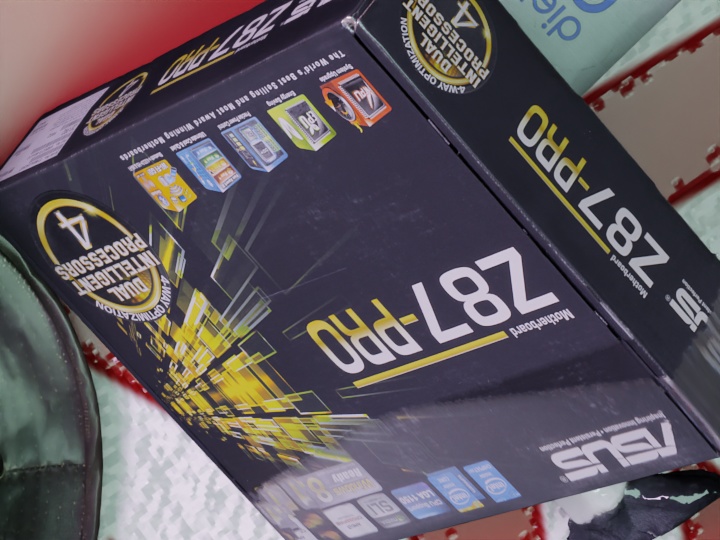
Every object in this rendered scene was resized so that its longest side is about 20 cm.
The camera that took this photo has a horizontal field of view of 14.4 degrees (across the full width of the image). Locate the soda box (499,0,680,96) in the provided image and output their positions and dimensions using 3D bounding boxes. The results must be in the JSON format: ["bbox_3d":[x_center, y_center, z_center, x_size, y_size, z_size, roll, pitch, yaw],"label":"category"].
[{"bbox_3d":[0.017,-0.146,0.839,0.068,0.063,0.200,-43,107,3],"label":"soda box"}]

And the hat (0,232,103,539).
[{"bbox_3d":[-0.165,0.074,0.858,0.199,0.081,0.202,-3,105,-9],"label":"hat"}]

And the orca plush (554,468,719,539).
[{"bbox_3d":[0.049,-0.006,0.878,0.200,0.105,0.071,46,62,-11],"label":"orca plush"}]

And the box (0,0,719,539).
[{"bbox_3d":[0.000,0.000,0.815,0.161,0.199,0.049,47,54,-19],"label":"box"}]
